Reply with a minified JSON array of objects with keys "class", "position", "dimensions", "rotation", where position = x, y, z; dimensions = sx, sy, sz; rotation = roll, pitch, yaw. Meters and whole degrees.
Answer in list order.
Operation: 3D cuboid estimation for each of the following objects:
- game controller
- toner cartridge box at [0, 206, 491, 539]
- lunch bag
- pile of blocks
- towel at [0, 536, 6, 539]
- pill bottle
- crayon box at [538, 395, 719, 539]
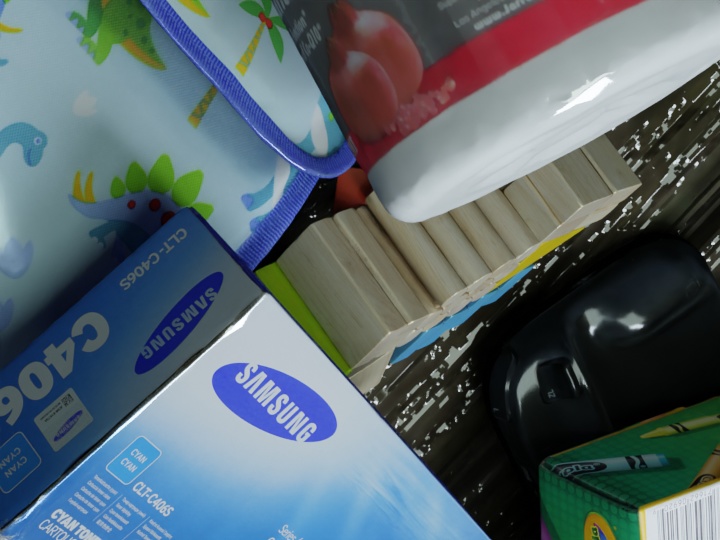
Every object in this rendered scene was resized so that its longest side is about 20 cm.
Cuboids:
[{"class":"game controller","position":[0.119,0.083,0.837],"dimensions":[0.104,0.042,0.200],"rotation":[-39,123,-20]},{"class":"toner cartridge box","position":[-0.032,0.070,0.637],"dimensions":[0.095,0.043,0.200],"rotation":[-43,144,-2]},{"class":"lunch bag","position":[-0.088,-0.077,0.629],"dimensions":[0.200,0.127,0.170],"rotation":[-49,120,-14]},{"class":"pile of blocks","position":[0.000,0.000,0.740],"dimensions":[0.200,0.082,0.062],"rotation":[-32,78,-18]},{"class":"towel","position":[-0.182,0.126,0.625],"dimensions":[0.166,0.085,0.200],"rotation":[45,74,-30]},{"class":"pill bottle","position":[0.010,-0.123,0.568],"dimensions":[0.110,0.111,0.200],"rotation":[-27,85,-10]},{"class":"crayon box","position":[0.162,0.106,0.811],"dimensions":[0.199,0.058,0.119],"rotation":[-16,113,-31]}]
